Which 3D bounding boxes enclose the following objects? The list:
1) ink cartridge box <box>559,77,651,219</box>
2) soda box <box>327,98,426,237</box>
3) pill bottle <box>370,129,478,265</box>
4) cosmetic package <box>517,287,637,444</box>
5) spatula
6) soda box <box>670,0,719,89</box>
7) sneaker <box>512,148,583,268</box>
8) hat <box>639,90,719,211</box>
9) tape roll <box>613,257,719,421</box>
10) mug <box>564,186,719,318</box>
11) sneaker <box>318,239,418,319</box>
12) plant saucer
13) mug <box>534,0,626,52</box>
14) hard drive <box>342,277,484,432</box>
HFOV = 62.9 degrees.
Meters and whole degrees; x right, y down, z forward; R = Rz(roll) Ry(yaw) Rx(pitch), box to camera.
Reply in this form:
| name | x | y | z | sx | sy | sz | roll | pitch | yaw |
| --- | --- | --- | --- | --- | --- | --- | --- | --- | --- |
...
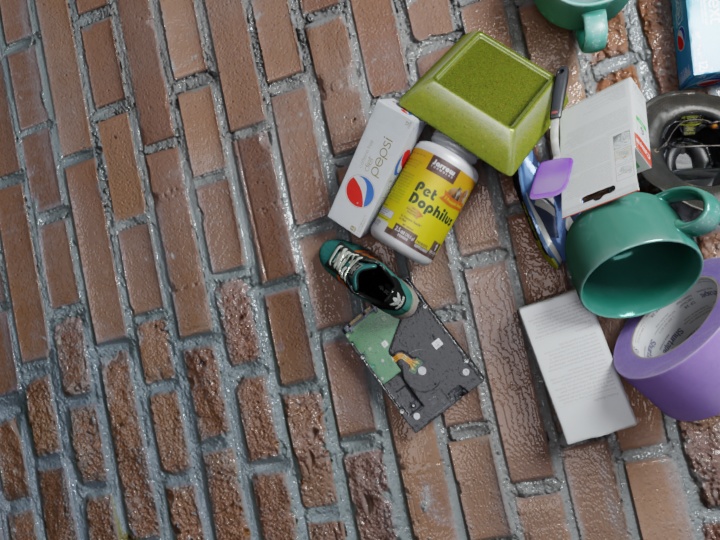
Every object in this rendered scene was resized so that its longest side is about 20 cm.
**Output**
| name | x | y | z | sx | sy | sz | roll | pitch | yaw |
| --- | --- | --- | --- | --- | --- | --- | --- | --- | --- |
| ink cartridge box | 0.332 | -0.157 | 0.803 | 0.108 | 0.050 | 0.202 | -22 | 46 | 43 |
| soda box | 0.024 | -0.156 | 0.904 | 0.068 | 0.064 | 0.202 | 33 | 117 | 13 |
| pill bottle | 0.105 | -0.118 | 0.894 | 0.108 | 0.109 | 0.202 | 30 | 95 | 12 |
| cosmetic package | 0.311 | 0.135 | 0.858 | 0.100 | 0.071 | 0.203 | -20 | 84 | 12 |
| spatula | 0.274 | -0.195 | 0.825 | 0.056 | 0.020 | 0.203 | -2 | 76 | 47 |
| soda box | 0.488 | -0.369 | 0.836 | 0.067 | 0.064 | 0.203 | -5 | 88 | 12 |
| sneaker | 0.281 | -0.108 | 0.874 | 0.081 | 0.074 | 0.202 | -23 | 92 | 12 |
| hat | 0.462 | -0.151 | 0.821 | 0.197 | 0.081 | 0.203 | -3 | 63 | 6 |
| tape roll | 0.432 | 0.086 | 0.759 | 0.085 | 0.200 | 0.201 | 39 | 97 | -3 |
| mug | 0.365 | -0.033 | 0.776 | 0.183 | 0.152 | 0.115 | -19 | 45 | 17 |
| sneaker | 0.000 | 0.000 | 0.908 | 0.199 | 0.080 | 0.072 | 33 | 89 | 33 |
| plant saucer | 0.189 | -0.263 | 0.858 | 0.199 | 0.048 | 0.200 | 36 | 62 | 11 |
| mug | 0.314 | -0.415 | 0.844 | 0.151 | 0.114 | 0.187 | 29 | 95 | 12 |
| hard drive | 0.081 | 0.131 | 0.929 | 0.139 | 0.038 | 0.201 | -40 | 81 | 9 |
